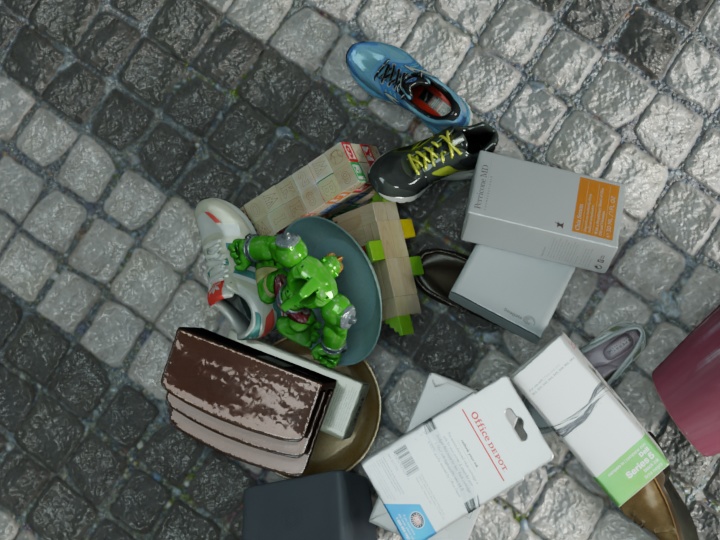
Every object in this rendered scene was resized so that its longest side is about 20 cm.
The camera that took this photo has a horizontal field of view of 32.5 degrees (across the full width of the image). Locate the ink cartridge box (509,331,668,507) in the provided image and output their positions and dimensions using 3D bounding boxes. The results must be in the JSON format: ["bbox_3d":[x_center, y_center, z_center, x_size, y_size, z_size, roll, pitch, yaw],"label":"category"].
[{"bbox_3d":[0.281,0.178,1.528,0.084,0.145,0.201,-40,83,7],"label":"ink cartridge box"}]

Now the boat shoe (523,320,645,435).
[{"bbox_3d":[0.293,0.140,1.629,0.201,0.065,0.075,-38,80,4],"label":"boat shoe"}]

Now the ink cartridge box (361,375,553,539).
[{"bbox_3d":[0.114,0.221,1.444,0.198,0.068,0.117,-32,82,3],"label":"ink cartridge box"}]

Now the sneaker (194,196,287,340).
[{"bbox_3d":[-0.171,0.000,1.619,0.070,0.093,0.202,-26,91,36],"label":"sneaker"}]

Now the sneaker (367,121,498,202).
[{"bbox_3d":[0.098,-0.154,1.635,0.198,0.085,0.075,-22,73,-30],"label":"sneaker"}]

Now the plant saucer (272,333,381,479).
[{"bbox_3d":[-0.066,0.187,1.691,0.197,0.035,0.204,-1,85,9],"label":"plant saucer"}]

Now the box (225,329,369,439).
[{"bbox_3d":[-0.093,0.151,1.646,0.197,0.068,0.083,22,88,11],"label":"box"}]

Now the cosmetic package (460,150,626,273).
[{"bbox_3d":[0.238,-0.077,1.610,0.197,0.072,0.103,13,62,2],"label":"cosmetic package"}]

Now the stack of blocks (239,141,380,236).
[{"bbox_3d":[-0.067,-0.096,1.677,0.198,0.115,0.059,-30,80,23],"label":"stack of blocks"}]

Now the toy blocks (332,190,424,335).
[{"bbox_3d":[0.000,0.000,1.663,0.136,0.099,0.203,-19,82,40],"label":"toy blocks"}]

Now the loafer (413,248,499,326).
[{"bbox_3d":[0.157,0.024,1.656,0.197,0.071,0.074,23,88,10],"label":"loafer"}]

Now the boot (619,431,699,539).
[{"bbox_3d":[0.384,0.318,1.606,0.075,0.073,0.203,-27,74,20],"label":"boot"}]

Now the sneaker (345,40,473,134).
[{"bbox_3d":[0.067,-0.258,1.686,0.198,0.090,0.079,32,90,11],"label":"sneaker"}]

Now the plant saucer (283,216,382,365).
[{"bbox_3d":[-0.033,0.022,1.619,0.199,0.038,0.204,22,122,39],"label":"plant saucer"}]

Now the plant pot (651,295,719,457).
[{"bbox_3d":[0.474,0.133,1.550,0.178,0.200,0.202,-36,81,19],"label":"plant pot"}]

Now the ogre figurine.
[{"bbox_3d":[-0.075,0.029,1.564,0.097,0.120,0.203,-19,83,-36],"label":"ogre figurine"}]

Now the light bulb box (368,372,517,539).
[{"bbox_3d":[0.110,0.243,1.578,0.123,0.200,0.201,23,88,8],"label":"light bulb box"}]

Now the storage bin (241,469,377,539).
[{"bbox_3d":[-0.062,0.346,1.627,0.197,0.145,0.137,-14,68,26],"label":"storage bin"}]

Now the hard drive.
[{"bbox_3d":[0.217,-0.016,1.632,0.131,0.027,0.201,27,64,9],"label":"hard drive"}]

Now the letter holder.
[{"bbox_3d":[-0.151,0.173,1.569,0.197,0.101,0.144,20,90,10],"label":"letter holder"}]
